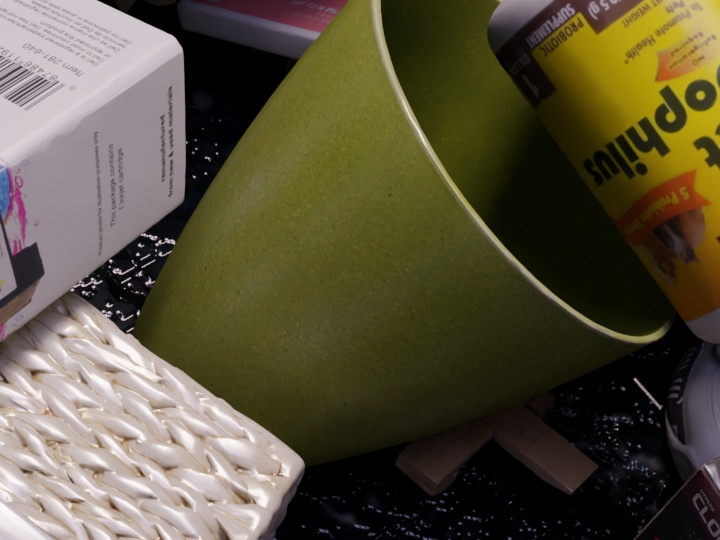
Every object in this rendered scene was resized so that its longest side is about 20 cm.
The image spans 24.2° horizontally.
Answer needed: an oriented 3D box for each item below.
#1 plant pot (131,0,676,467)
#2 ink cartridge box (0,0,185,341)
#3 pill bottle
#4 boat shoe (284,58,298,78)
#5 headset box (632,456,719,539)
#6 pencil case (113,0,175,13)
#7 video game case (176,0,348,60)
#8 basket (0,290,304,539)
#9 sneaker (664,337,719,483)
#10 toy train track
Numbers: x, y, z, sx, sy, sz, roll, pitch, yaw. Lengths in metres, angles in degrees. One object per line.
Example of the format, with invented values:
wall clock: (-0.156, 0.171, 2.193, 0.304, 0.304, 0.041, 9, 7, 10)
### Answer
plant pot: (0.000, 0.000, 0.721, 0.187, 0.200, 0.188, 37, 33, -28)
ink cartridge box: (-0.182, -0.035, 0.619, 0.144, 0.084, 0.200, 27, 46, 24)
pill bottle: (0.147, -0.049, 0.670, 0.109, 0.109, 0.201, -35, 88, -32)
boat shoe: (-0.004, -0.097, 0.875, 0.070, 0.071, 0.200, 19, 44, 15)
headset box: (0.173, 0.161, 0.680, 0.077, 0.200, 0.149, -20, 65, -27)
pencil case: (-0.059, -0.214, 0.888, 0.078, 0.089, 0.200, 51, 54, -1)
video game case: (0.020, -0.163, 0.882, 0.142, 0.018, 0.200, 18, 42, 31)
basket: (-0.136, 0.091, 0.673, 0.199, 0.136, 0.124, 34, 53, 6)
sneaker: (0.214, 0.022, 0.833, 0.075, 0.115, 0.201, 25, 55, 0)
toy train track: (0.085, 0.052, 0.830, 0.115, 0.033, 0.200, 39, 50, 18)
